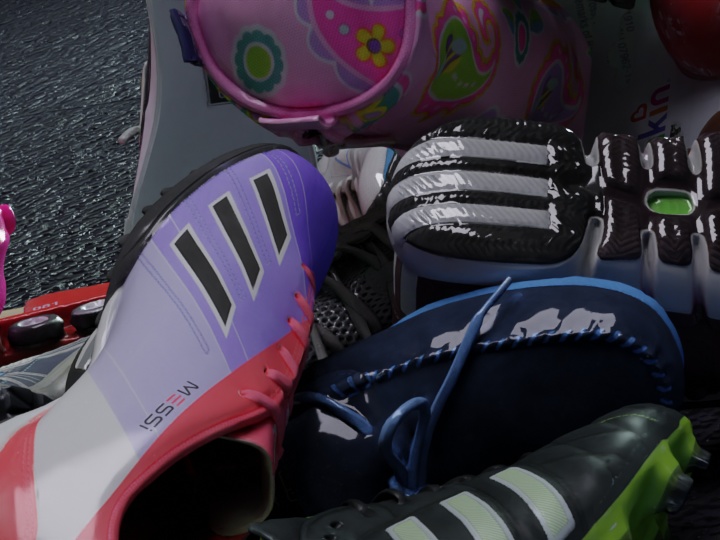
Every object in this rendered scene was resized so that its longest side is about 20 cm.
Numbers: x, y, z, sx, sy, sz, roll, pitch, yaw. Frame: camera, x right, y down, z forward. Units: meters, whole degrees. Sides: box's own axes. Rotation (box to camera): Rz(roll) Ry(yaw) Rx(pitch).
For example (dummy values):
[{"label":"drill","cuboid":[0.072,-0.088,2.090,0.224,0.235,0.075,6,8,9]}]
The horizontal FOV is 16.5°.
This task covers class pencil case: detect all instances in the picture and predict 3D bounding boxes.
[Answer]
[{"label":"pencil case","cuboid":[0.015,-0.073,0.844,0.087,0.088,0.200,-8,-6,21]}]

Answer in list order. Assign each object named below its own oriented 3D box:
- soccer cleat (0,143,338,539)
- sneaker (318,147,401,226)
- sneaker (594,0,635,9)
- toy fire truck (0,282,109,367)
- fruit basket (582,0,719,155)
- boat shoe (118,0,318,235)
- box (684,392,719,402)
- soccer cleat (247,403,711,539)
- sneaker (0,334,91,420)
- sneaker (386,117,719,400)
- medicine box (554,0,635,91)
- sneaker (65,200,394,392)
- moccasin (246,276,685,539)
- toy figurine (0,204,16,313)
[{"label":"soccer cleat","cuboid":[-0.041,0.035,0.640,0.073,0.068,0.200,4,35,27]},{"label":"sneaker","cuboid":[0.010,-0.027,1.067,0.086,0.075,0.200,-20,5,10]},{"label":"sneaker","cuboid":[0.072,-0.159,0.871,0.078,0.085,0.200,21,29,-14]},{"label":"toy fire truck","cuboid":[-0.106,0.025,0.987,0.199,0.049,0.141,-14,13,-4]},{"label":"fruit basket","cuboid":[0.149,-0.101,0.827,0.200,0.094,0.186,-15,52,38]},{"label":"boat shoe","cuboid":[-0.052,-0.055,0.905,0.073,0.200,0.068,-7,-1,2]},{"label":"box","cuboid":[0.154,-0.004,0.879,0.144,0.036,0.200,-7,16,29]},{"label":"soccer cleat","cuboid":[0.021,0.074,0.596,0.081,0.068,0.200,25,31,21]},{"label":"sneaker","cuboid":[-0.122,0.071,0.807,0.086,0.078,0.200,-19,0,41]},{"label":"sneaker","cuboid":[0.102,0.016,0.759,0.199,0.116,0.076,9,50,-1]},{"label":"medicine box","cuboid":[0.169,-0.102,1.022,0.199,0.103,0.182,-12,-3,4]},{"label":"sneaker","cuboid":[0.000,0.000,0.798,0.200,0.075,0.115,-25,-13,-46]},{"label":"moccasin","cuboid":[-0.002,0.065,0.700,0.200,0.081,0.068,-24,15,20]},{"label":"toy figurine","cuboid":[-0.208,-0.004,0.861,0.199,0.151,0.184,-3,2,22]}]
